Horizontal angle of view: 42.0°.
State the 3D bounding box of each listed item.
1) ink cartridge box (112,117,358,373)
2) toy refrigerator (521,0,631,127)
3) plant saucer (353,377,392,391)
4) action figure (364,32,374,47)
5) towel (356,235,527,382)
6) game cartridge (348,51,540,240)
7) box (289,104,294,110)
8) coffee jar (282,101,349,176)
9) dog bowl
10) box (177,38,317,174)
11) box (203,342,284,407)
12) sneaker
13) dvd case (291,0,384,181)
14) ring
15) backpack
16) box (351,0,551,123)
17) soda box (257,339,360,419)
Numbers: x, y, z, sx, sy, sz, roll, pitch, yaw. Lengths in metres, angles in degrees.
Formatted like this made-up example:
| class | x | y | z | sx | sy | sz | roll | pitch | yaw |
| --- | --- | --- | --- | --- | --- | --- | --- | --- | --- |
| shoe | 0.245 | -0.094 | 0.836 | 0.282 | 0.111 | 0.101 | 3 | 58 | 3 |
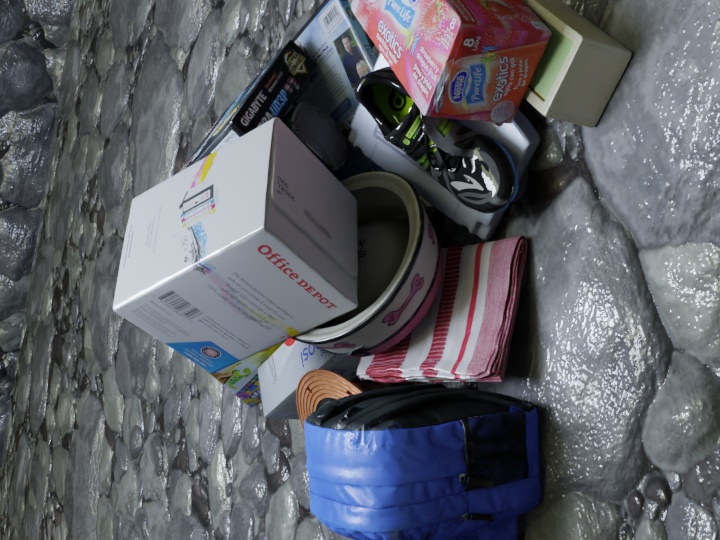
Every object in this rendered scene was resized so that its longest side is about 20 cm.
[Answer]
| class | x | y | z | sx | sy | sz | roll | pitch | yaw |
| --- | --- | --- | --- | --- | --- | --- | --- | --- | --- |
| ink cartridge box | -0.118 | -0.020 | 0.934 | 0.198 | 0.147 | 0.147 | -24 | 46 | 26 |
| toy refrigerator | 0.159 | -0.220 | 0.886 | 0.077 | 0.069 | 0.201 | -65 | 35 | 28 |
| plant saucer | 0.010 | 0.062 | 1.117 | 0.199 | 0.036 | 0.205 | -16 | 71 | 56 |
| action figure | 0.014 | -0.183 | 1.130 | 0.202 | 0.103 | 0.194 | 62 | 146 | 13 |
| towel | 0.078 | 0.042 | 0.956 | 0.198 | 0.023 | 0.147 | -8 | 61 | 47 |
| game cartridge | 0.084 | -0.141 | 0.960 | 0.199 | 0.041 | 0.135 | 39 | 124 | 24 |
| box | -0.088 | -0.097 | 1.188 | 0.160 | 0.043 | 0.203 | -46 | 62 | 57 |
| coffee jar | -0.105 | -0.092 | 1.067 | 0.200 | 0.085 | 0.105 | -42 | 16 | 28 |
| dog bowl | 0.000 | 0.000 | 0.981 | 0.198 | 0.074 | 0.203 | -24 | 46 | 28 |
| box | -0.136 | -0.153 | 1.046 | 0.158 | 0.046 | 0.201 | -38 | 19 | 38 |
| box | -0.162 | 0.035 | 1.230 | 0.121 | 0.193 | 0.202 | -28 | 52 | 8 |
| sneaker | 0.067 | -0.123 | 0.903 | 0.200 | 0.082 | 0.071 | 45 | 121 | 19 |
| dvd case | -0.020 | -0.194 | 1.076 | 0.142 | 0.017 | 0.203 | -35 | 78 | 48 |
| ring | -0.001 | 0.196 | 1.048 | 0.199 | 0.019 | 0.203 | 33 | 139 | 34 |
| backpack | 0.052 | 0.192 | 0.866 | 0.162 | 0.197 | 0.171 | -13 | 78 | 57 |
| box | 0.077 | -0.233 | 0.870 | 0.201 | 0.098 | 0.096 | 63 | 143 | 42 |
| soda box | -0.052 | 0.109 | 1.117 | 0.200 | 0.062 | 0.069 | -44 | 48 | 47 |
